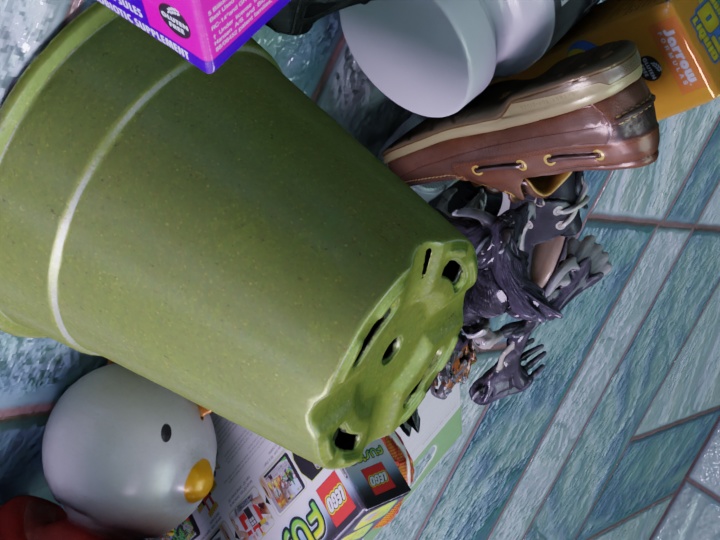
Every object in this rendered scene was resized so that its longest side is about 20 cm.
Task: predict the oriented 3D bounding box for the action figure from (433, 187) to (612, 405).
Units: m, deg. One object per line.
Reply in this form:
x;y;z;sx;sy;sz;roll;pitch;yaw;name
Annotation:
0.083;0.001;0.932;0.102;0.118;0.201;-51;164;-23;action figure

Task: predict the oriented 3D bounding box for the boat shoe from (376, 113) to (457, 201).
0.064;-0.099;1.018;0.200;0.072;0.062;-37;-176;-41;boat shoe

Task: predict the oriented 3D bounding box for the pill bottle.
0.084;-0.183;0.867;0.200;0.115;0.117;-44;154;-29;pill bottle

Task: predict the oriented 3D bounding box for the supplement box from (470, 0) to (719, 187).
0.135;-0.115;0.902;0.199;0.067;0.069;-20;-163;47;supplement box

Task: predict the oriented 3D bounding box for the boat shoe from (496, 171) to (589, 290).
0.132;-0.045;1.069;0.074;0.060;0.201;-34;160;-30;boat shoe

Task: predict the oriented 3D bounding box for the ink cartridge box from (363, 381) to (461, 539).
0.025;0.118;1.218;0.146;0.048;0.201;-46;155;-26;ink cartridge box

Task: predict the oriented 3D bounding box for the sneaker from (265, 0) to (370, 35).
0.007;-0.192;0.755;0.201;0.071;0.098;-46;155;-21;sneaker

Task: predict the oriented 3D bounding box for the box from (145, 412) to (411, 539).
-0.058;0.131;0.856;0.034;0.111;0.200;-15;155;-41;box

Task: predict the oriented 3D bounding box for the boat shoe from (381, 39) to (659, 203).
0.086;-0.070;0.857;0.072;0.068;0.199;-34;-167;-36;boat shoe

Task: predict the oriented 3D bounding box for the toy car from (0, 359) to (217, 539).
-0.118;0.126;0.803;0.184;0.175;0.202;33;77;-56;toy car

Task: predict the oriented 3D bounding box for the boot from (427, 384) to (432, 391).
0.000;0.000;0.907;0.068;0.130;0.201;-46;155;-26;boot

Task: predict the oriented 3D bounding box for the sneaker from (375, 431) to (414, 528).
-0.013;0.108;0.934;0.077;0.072;0.201;-54;153;-29;sneaker

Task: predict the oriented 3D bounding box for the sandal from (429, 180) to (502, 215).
0.078;-0.035;1.135;0.077;0.043;0.200;-63;157;12;sandal

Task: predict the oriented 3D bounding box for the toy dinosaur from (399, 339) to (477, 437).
0.023;0.030;1.064;0.200;0.102;0.136;50;64;-28;toy dinosaur

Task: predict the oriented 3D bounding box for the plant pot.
-0.051;-0.009;0.716;0.200;0.189;0.201;-44;153;-29;plant pot

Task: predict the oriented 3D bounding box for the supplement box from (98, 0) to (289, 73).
-0.072;-0.189;0.556;0.103;0.101;0.201;-46;154;-24;supplement box
